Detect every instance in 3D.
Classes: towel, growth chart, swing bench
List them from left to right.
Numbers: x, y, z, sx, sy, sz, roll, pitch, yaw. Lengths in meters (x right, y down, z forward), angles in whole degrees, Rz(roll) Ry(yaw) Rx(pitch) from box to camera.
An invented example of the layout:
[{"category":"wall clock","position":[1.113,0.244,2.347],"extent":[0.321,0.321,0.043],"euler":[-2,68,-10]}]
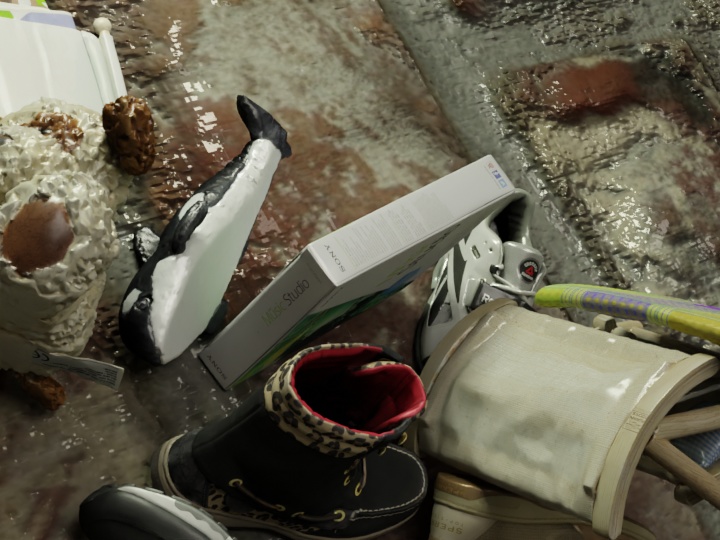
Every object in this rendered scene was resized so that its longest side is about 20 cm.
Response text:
[{"category":"growth chart","position":[-0.242,-0.145,1.090],"extent":[0.200,0.018,0.145],"euler":[9,56,-34]},{"category":"swing bench","position":[0.171,0.097,1.080],"extent":[0.200,0.199,0.130],"euler":[14,92,-39]},{"category":"towel","position":[0.227,0.037,1.061],"extent":[0.144,0.200,0.023],"euler":[7,95,-39]}]

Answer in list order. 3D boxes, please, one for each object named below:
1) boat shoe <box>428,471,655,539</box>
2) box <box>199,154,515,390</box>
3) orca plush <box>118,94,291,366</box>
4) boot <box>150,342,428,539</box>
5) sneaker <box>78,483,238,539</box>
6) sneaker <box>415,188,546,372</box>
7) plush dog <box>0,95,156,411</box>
[{"category":"boat shoe","position":[0.122,0.186,1.120],"extent":[0.200,0.071,0.065],"euler":[17,87,-36]},{"category":"box","position":[0.000,0.000,1.088],"extent":[0.200,0.144,0.036],"euler":[-27,78,-45]},{"category":"orca plush","position":[-0.118,-0.029,1.067],"extent":[0.071,0.105,0.200],"euler":[14,70,18]},{"category":"boot","position":[-0.010,0.107,1.000],"extent":[0.200,0.151,0.073],"euler":[12,54,-33]},{"category":"sneaker","position":[-0.091,0.208,0.926],"extent":[0.200,0.076,0.088],"euler":[42,50,-7]},{"category":"sneaker","position":[0.094,0.022,1.190],"extent":[0.074,0.088,0.200],"euler":[24,51,-26]},{"category":"plush dog","position":[-0.193,-0.028,0.961],"extent":[0.160,0.200,0.172],"euler":[54,42,-46]}]
